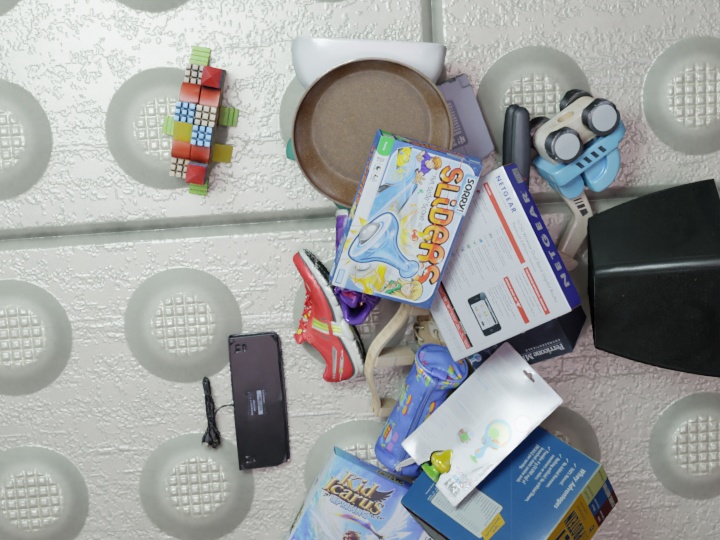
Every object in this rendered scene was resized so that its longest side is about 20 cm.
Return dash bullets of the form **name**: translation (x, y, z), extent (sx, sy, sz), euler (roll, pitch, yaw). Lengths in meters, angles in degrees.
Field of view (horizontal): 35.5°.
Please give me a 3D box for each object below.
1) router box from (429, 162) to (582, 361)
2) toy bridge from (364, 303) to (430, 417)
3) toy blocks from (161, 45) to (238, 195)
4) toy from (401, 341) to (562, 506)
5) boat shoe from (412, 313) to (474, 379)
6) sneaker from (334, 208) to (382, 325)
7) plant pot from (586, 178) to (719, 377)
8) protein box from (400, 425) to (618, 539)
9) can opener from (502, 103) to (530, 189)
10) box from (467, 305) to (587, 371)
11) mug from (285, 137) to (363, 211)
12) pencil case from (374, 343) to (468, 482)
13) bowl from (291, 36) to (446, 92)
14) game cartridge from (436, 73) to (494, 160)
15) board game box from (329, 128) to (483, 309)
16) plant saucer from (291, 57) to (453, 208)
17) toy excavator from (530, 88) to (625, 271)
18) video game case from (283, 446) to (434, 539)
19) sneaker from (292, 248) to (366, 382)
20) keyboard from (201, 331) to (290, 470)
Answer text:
- **router box**: translation (0.158, -0.008, 1.436), extent (0.179, 0.049, 0.201), euler (-26, 88, 29)
- **toy bridge**: translation (0.043, 0.120, 1.570), extent (0.067, 0.027, 0.201), euler (-1, 123, -27)
- **toy blocks**: translation (-0.216, -0.196, 1.488), extent (0.099, 0.137, 0.201), euler (9, 98, -6)
- **toy**: translation (0.164, 0.207, 1.500), extent (0.200, 0.047, 0.115), euler (-43, 61, 1)
- **boat shoe**: translation (0.108, 0.088, 1.591), extent (0.064, 0.071, 0.200), euler (-31, 101, 1)
- **sneaker**: translation (0.000, 0.000, 1.479), extent (0.080, 0.084, 0.200), euler (12, 142, 17)
- **plant pot**: translation (0.400, 0.013, 1.525), extent (0.177, 0.200, 0.201), euler (-3, 126, 9)
- **protein box**: translation (0.204, 0.314, 1.530), extent (0.199, 0.200, 0.135), euler (-50, 143, -12)
- **can opener**: translation (0.212, -0.129, 1.553), extent (0.078, 0.063, 0.201), euler (-4, 113, -23)
- **box**: translation (0.195, 0.025, 1.538), extent (0.148, 0.107, 0.201), euler (-22, 105, 30)
- **mug**: translation (0.008, -0.133, 1.491), extent (0.184, 0.114, 0.153), euler (-22, 100, 0)
- **pencil case**: translation (0.082, 0.201, 1.571), extent (0.078, 0.087, 0.201), euler (20, 118, -3)
- **bowl**: translation (0.007, -0.256, 1.461), extent (0.199, 0.200, 0.075), euler (3, 97, -3)
- **game cartridge**: translation (0.078, -0.176, 1.565), extent (0.199, 0.042, 0.134), euler (-22, 104, -1)
- **board game box**: translation (0.055, -0.061, 1.392), extent (0.135, 0.034, 0.201), euler (14, 110, -13)
- **plant saucer**: translation (0.014, -0.171, 1.388), extent (0.199, 0.037, 0.201), euler (0, 117, 0)
- **toy excavator**: translation (0.302, -0.121, 1.567), extent (0.194, 0.100, 0.200), euler (-37, 113, -2)
- **video game case**: translation (0.007, 0.383, 1.645), extent (0.199, 0.045, 0.182), euler (27, 95, -8)
- **sneaker**: translation (-0.059, 0.069, 1.576), extent (0.085, 0.077, 0.201), euler (-22, 100, 5)
- **keyboard**: translation (-0.170, 0.190, 1.614), extent (0.126, 0.021, 0.201), euler (-5, 99, -9)
